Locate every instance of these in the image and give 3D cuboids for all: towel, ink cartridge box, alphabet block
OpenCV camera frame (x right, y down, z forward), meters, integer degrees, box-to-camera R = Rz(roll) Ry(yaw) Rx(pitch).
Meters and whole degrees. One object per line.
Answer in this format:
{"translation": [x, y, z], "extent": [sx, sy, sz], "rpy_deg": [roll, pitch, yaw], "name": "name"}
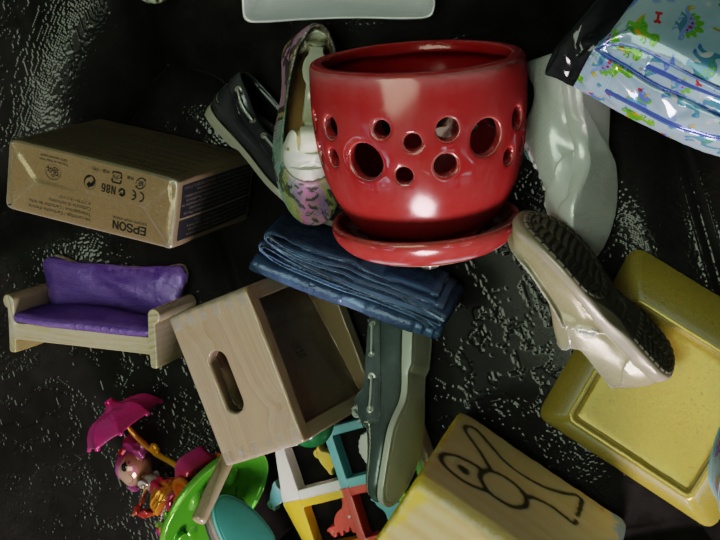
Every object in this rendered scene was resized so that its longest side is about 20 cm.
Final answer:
{"translation": [0.000, 0.000, 1.430], "extent": [0.199, 0.112, 0.049], "rpy_deg": [20, 111, 7], "name": "towel"}
{"translation": [-0.232, -0.092, 1.503], "extent": [0.199, 0.165, 0.076], "rpy_deg": [14, 107, 22], "name": "ink cartridge box"}
{"translation": [0.110, 0.288, 1.393], "extent": [0.199, 0.195, 0.197], "rpy_deg": [34, 109, 7], "name": "alphabet block"}

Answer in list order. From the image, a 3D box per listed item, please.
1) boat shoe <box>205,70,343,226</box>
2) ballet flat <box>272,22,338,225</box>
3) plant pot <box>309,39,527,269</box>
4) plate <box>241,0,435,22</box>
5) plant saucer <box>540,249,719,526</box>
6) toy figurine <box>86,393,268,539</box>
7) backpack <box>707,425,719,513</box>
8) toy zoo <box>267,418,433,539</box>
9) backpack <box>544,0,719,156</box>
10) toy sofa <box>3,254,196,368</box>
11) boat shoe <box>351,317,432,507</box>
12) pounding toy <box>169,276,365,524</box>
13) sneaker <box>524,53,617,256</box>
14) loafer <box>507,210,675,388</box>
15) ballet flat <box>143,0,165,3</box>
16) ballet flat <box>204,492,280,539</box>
{"translation": [-0.072, -0.122, 1.478], "extent": [0.200, 0.073, 0.063], "rpy_deg": [43, 116, 16], "name": "boat shoe"}
{"translation": [-0.049, -0.147, 1.428], "extent": [0.069, 0.071, 0.201], "rpy_deg": [2, 75, -7], "name": "ballet flat"}
{"translation": [0.057, -0.111, 1.359], "extent": [0.199, 0.200, 0.184], "rpy_deg": [4, 111, 23], "name": "plant pot"}
{"translation": [-0.021, -0.344, 1.428], "extent": [0.198, 0.032, 0.202], "rpy_deg": [1, 100, 18], "name": "plate"}
{"translation": [0.287, 0.115, 1.375], "extent": [0.199, 0.048, 0.201], "rpy_deg": [32, 110, 15], "name": "plant saucer"}
{"translation": [-0.217, 0.220, 1.597], "extent": [0.184, 0.150, 0.201], "rpy_deg": [36, 137, 28], "name": "toy figurine"}
{"translation": [0.402, 0.172, 1.268], "extent": [0.199, 0.153, 0.177], "rpy_deg": [18, 111, -6], "name": "backpack"}
{"translation": [-0.010, 0.224, 1.542], "extent": [0.199, 0.020, 0.132], "rpy_deg": [-18, 92, 26], "name": "toy zoo"}
{"translation": [0.289, -0.185, 1.264], "extent": [0.200, 0.163, 0.154], "rpy_deg": [41, 152, -1], "name": "backpack"}
{"translation": [-0.282, 0.042, 1.596], "extent": [0.199, 0.083, 0.098], "rpy_deg": [5, 103, 23], "name": "toy sofa"}
{"translation": [0.025, 0.132, 1.455], "extent": [0.061, 0.073, 0.201], "rpy_deg": [2, 74, 26], "name": "boat shoe"}
{"translation": [-0.098, 0.117, 1.468], "extent": [0.142, 0.184, 0.201], "rpy_deg": [-20, 91, 32], "name": "pounding toy"}
{"translation": [0.186, -0.102, 1.377], "extent": [0.088, 0.075, 0.202], "rpy_deg": [7, 102, 40], "name": "sneaker"}
{"translation": [0.196, 0.034, 1.323], "extent": [0.200, 0.076, 0.068], "rpy_deg": [48, 121, -2], "name": "loafer"}
{"translation": [-0.195, -0.305, 1.507], "extent": [0.199, 0.069, 0.070], "rpy_deg": [-7, 97, 25], "name": "ballet flat"}
{"translation": [-0.104, 0.311, 1.545], "extent": [0.200, 0.068, 0.068], "rpy_deg": [45, 139, -17], "name": "ballet flat"}
